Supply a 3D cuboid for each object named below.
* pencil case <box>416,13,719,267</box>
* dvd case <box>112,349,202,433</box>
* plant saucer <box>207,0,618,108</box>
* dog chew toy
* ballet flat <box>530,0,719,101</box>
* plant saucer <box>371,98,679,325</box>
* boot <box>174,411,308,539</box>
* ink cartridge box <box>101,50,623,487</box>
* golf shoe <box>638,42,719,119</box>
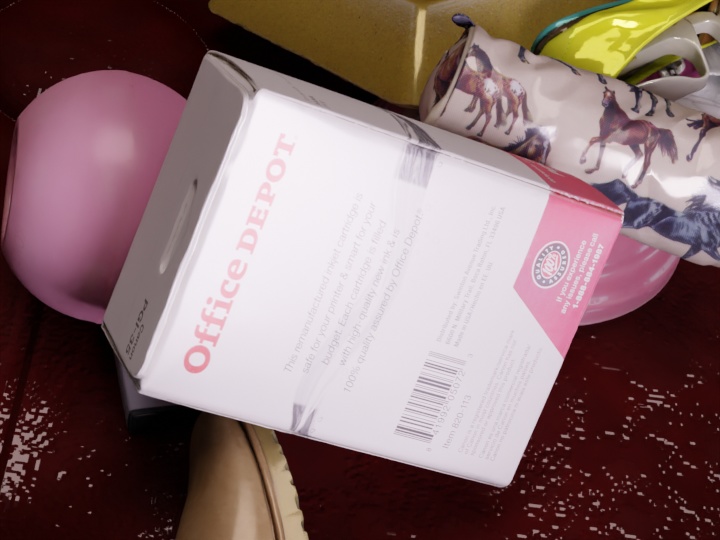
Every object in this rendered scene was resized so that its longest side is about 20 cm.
[{"bbox_3d":[0.127,-0.065,0.953,0.199,0.078,0.090,19,36,-5],"label":"pencil case"},{"bbox_3d":[-0.068,-0.001,0.983,0.142,0.018,0.201,-5,47,-14],"label":"dvd case"},{"bbox_3d":[0.042,-0.171,1.097,0.199,0.049,0.200,-21,35,-35],"label":"plant saucer"},{"bbox_3d":[-0.076,-0.031,0.919,0.199,0.125,0.125,6,45,-14],"label":"dog chew toy"},{"bbox_3d":[0.189,-0.137,1.040,0.199,0.067,0.067,-27,65,-19],"label":"ballet flat"},{"bbox_3d":[0.091,-0.055,1.033,0.199,0.051,0.201,8,42,-8],"label":"plant saucer"},{"bbox_3d":[-0.121,0.139,0.805,0.199,0.066,0.176,-9,48,-16],"label":"boot"},{"bbox_3d":[0.000,0.000,0.849,0.199,0.147,0.083,17,13,-26],"label":"ink cartridge box"},{"bbox_3d":[0.224,-0.106,1.107,0.199,0.092,0.075,22,64,41],"label":"golf shoe"}]
